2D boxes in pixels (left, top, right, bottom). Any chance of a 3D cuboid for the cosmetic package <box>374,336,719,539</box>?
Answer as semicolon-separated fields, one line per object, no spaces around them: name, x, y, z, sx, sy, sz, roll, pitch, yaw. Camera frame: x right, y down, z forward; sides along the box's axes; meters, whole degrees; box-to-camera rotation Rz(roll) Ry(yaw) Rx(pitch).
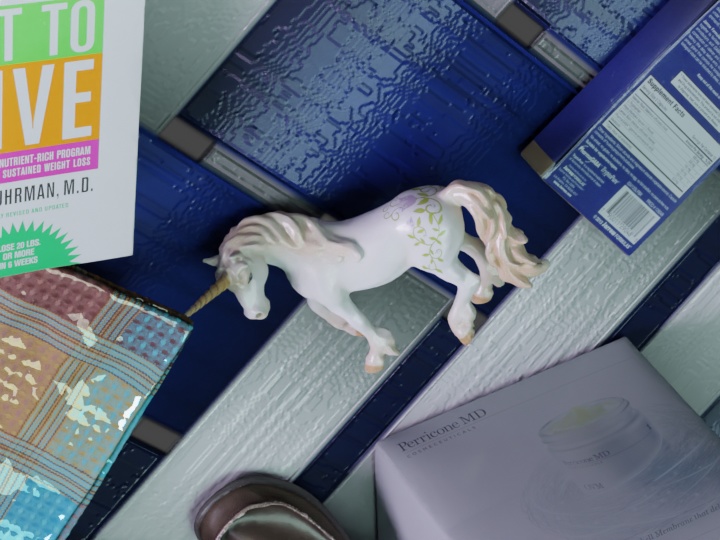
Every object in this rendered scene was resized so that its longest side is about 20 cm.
cosmetic package;0.142;0.174;1.818;0.198;0.200;0.123;-22;134;-20

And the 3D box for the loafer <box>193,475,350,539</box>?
loafer;-0.023;0.202;1.792;0.073;0.071;0.200;-47;121;7

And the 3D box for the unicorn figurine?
unicorn figurine;0.000;0.000;1.653;0.199;0.074;0.138;-31;130;0

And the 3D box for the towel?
towel;-0.201;0.082;1.579;0.146;0.022;0.201;24;111;-24

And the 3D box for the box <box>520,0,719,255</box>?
box;0.203;-0.110;1.739;0.200;0.032;0.121;-44;140;7

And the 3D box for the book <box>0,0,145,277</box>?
book;-0.182;-0.089;1.454;0.133;0.048;0.201;-11;128;-22
